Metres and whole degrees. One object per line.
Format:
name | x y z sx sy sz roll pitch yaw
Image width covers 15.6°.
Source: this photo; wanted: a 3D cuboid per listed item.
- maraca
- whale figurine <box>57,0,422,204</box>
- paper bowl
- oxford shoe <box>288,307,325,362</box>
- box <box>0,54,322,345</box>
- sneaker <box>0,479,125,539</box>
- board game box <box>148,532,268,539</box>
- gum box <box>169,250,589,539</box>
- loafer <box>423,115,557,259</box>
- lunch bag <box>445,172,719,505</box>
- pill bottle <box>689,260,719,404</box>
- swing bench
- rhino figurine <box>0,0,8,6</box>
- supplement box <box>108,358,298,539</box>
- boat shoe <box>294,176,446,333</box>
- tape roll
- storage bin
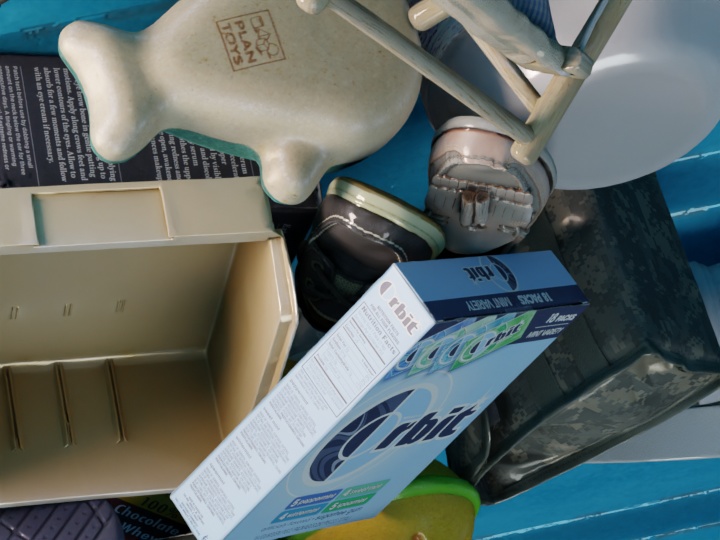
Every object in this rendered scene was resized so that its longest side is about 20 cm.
maraca | -0.011 0.179 1.657 0.200 0.108 0.137 -36 146 31
whale figurine | -0.067 -0.103 1.390 0.199 0.160 0.104 -16 169 -28
paper bowl | 0.130 -0.121 1.478 0.199 0.105 0.201 -11 149 -6
oxford shoe | -0.012 0.059 1.767 0.075 0.058 0.200 -32 160 17
box | -0.140 -0.037 1.508 0.199 0.105 0.148 1 146 -23
sneaker | -0.215 0.156 1.540 0.199 0.074 0.083 12 132 32
board game box | -0.043 0.205 1.572 0.199 0.028 0.135 29 153 -31
gum box | 0.012 0.072 1.468 0.200 0.045 0.169 -46 158 27
loafer | 0.067 -0.028 1.465 0.071 0.063 0.200 15 166 3
lunch bag | 0.109 0.037 1.665 0.200 0.165 0.117 -36 148 32
pill bottle | 0.310 0.020 1.762 0.198 0.117 0.116 -14 149 2
swing bench | 0.070 -0.192 1.268 0.200 0.130 0.199 -45 140 13
rhino figurine | -0.268 -0.156 1.311 0.199 0.060 0.087 8 154 -26
supplement box | -0.174 0.124 1.666 0.196 0.133 0.200 23 139 -11
boat shoe | -0.001 0.000 1.460 0.071 0.066 0.201 28 170 -1
tape roll | 0.210 0.111 1.856 0.201 0.037 0.203 -3 178 0
storage bin | -0.150 0.039 1.436 0.198 0.094 0.199 -3 148 -15
